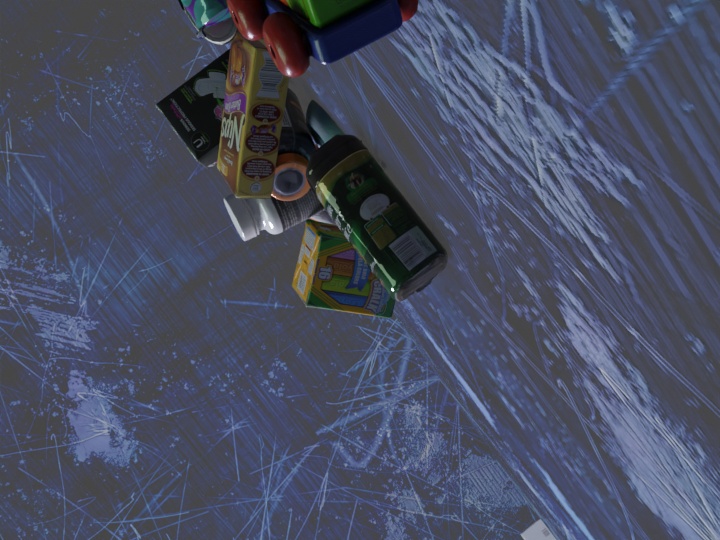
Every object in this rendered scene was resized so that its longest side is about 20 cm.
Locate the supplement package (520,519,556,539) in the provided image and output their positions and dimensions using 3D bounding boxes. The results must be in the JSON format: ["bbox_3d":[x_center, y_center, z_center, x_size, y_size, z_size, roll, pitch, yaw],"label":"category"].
[{"bbox_3d":[0.764,1.147,3.360,0.114,0.109,0.200,53,177,19],"label":"supplement package"}]

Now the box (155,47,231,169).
[{"bbox_3d":[-0.242,-0.296,1.410,0.125,0.199,0.149,53,177,-3],"label":"box"}]

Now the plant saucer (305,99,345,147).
[{"bbox_3d":[-0.023,-0.158,1.144,0.201,0.027,0.200,54,178,2],"label":"plant saucer"}]

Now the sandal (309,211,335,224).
[{"bbox_3d":[-0.051,-0.081,1.476,0.205,0.059,0.079,22,-153,-26],"label":"sandal"}]

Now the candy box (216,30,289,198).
[{"bbox_3d":[-0.147,-0.212,1.058,0.117,0.056,0.202,-130,44,-54],"label":"candy box"}]

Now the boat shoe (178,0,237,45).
[{"bbox_3d":[-0.214,-0.379,1.064,0.200,0.074,0.066,58,174,16],"label":"boat shoe"}]

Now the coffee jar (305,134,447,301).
[{"bbox_3d":[0.016,-0.066,0.941,0.201,0.085,0.104,54,178,15],"label":"coffee jar"}]

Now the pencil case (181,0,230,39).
[{"bbox_3d":[-0.218,-0.389,0.941,0.092,0.085,0.201,-8,122,55],"label":"pencil case"}]

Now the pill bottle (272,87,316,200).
[{"bbox_3d":[-0.126,-0.195,1.205,0.106,0.105,0.201,56,-169,-45],"label":"pill bottle"}]

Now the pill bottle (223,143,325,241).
[{"bbox_3d":[-0.130,-0.131,1.349,0.111,0.199,0.111,57,167,21],"label":"pill bottle"}]

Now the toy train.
[{"bbox_3d":[-0.051,-0.201,0.445,0.200,0.084,0.116,52,167,50],"label":"toy train"}]

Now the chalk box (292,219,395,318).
[{"bbox_3d":[0.000,0.000,1.332,0.198,0.125,0.125,8,-168,-19],"label":"chalk box"}]
